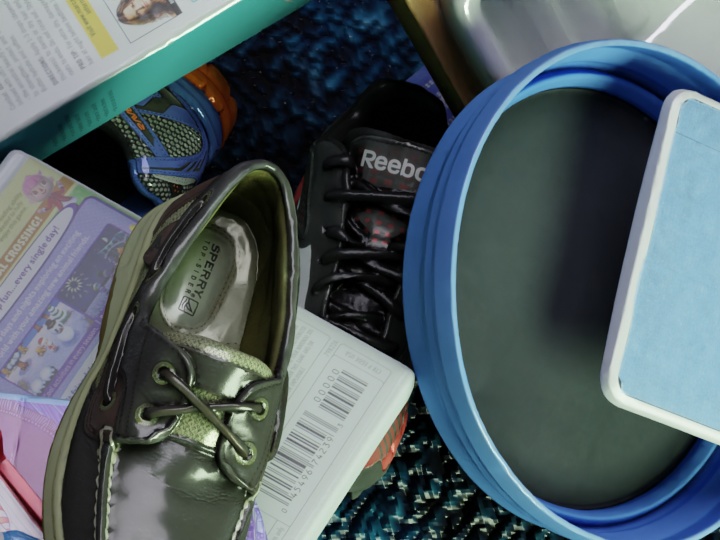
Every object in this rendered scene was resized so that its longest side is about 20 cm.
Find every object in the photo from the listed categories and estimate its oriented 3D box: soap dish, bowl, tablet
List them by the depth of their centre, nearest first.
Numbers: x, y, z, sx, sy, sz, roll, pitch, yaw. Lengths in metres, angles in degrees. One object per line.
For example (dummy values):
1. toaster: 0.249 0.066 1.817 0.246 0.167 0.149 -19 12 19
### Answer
1. bowl: 0.098 0.010 1.103 0.201 0.039 0.201 3 84 -39
2. tablet: 0.187 0.020 1.126 0.200 0.014 0.130 21 76 -28
3. soap dish: 0.106 -0.125 1.175 0.200 0.157 0.081 -45 36 -18

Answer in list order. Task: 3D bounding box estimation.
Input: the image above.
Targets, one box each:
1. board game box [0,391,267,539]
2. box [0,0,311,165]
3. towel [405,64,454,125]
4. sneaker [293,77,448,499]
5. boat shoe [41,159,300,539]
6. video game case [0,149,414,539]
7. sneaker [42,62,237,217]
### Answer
1. board game box: -0.130 0.106 0.976 0.200 0.039 0.158 6 62 -1
2. box: -0.101 -0.111 1.116 0.200 0.049 0.082 -31 76 -7
3. towel: 0.119 -0.053 1.262 0.200 0.024 0.145 32 46 14
4. sneaker: 0.000 0.000 1.121 0.071 0.098 0.200 17 46 -4
5. boat shoe: -0.061 0.043 0.981 0.072 0.066 0.201 23 49 -16
6. video game case: -0.106 0.072 1.032 0.182 0.022 0.200 29 64 10
7. sneaker: -0.153 -0.074 1.163 0.200 0.075 0.078 15 48 -1
